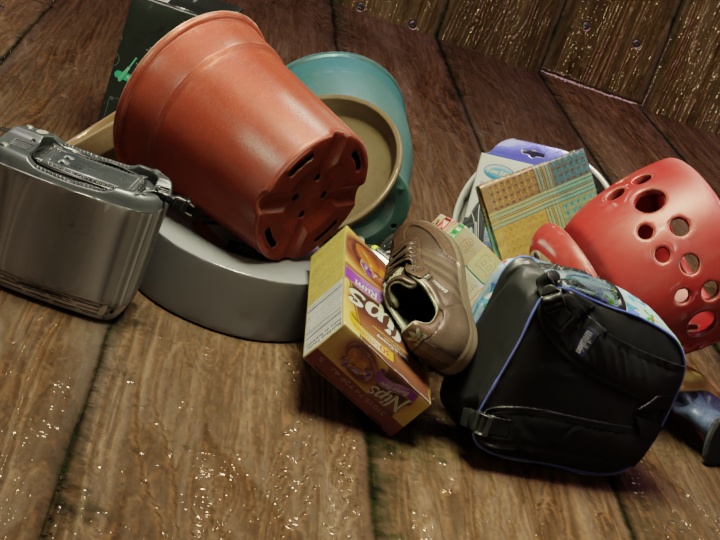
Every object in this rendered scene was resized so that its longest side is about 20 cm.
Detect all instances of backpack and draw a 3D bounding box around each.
[{"bbox_3d":[0.192,0.086,1.512,0.199,0.184,0.147,19,16,-26],"label":"backpack"}]

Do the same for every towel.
[{"bbox_3d":[0.215,-0.019,1.787,0.146,0.201,0.022,-20,7,-22],"label":"towel"}]

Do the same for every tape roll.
[{"bbox_3d":[-0.129,-0.003,1.620,0.199,0.066,0.200,18,17,-6],"label":"tape roll"}]

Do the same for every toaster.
[{"bbox_3d":[-0.261,-0.041,1.481,0.199,0.130,0.114,19,18,-1],"label":"toaster"}]

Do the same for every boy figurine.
[{"bbox_3d":[0.336,0.133,1.731,0.124,0.065,0.200,8,20,-35],"label":"boy figurine"}]

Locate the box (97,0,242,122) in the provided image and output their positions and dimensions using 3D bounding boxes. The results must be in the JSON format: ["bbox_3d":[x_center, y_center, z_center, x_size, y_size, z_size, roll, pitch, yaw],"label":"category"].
[{"bbox_3d":[-0.237,-0.237,1.975,0.124,0.201,0.149,18,18,-3],"label":"box"}]

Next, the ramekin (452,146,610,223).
[{"bbox_3d":[0.213,-0.040,1.899,0.199,0.201,0.105,25,1,16],"label":"ramekin"}]

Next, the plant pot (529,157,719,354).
[{"bbox_3d":[0.291,0.008,1.697,0.182,0.201,0.200,-27,31,-8],"label":"plant pot"}]

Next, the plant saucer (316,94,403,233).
[{"bbox_3d":[-0.048,-0.112,1.798,0.200,0.200,0.030,31,-22,32],"label":"plant saucer"}]

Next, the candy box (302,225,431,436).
[{"bbox_3d":[0.007,0.053,1.505,0.117,0.056,0.200,43,21,-20],"label":"candy box"}]

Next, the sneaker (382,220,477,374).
[{"bbox_3d":[0.055,0.008,1.507,0.075,0.070,0.200,32,24,-34],"label":"sneaker"}]

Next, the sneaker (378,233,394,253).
[{"bbox_3d":[0.108,0.030,1.779,0.200,0.074,0.079,38,-5,27],"label":"sneaker"}]

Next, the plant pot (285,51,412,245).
[{"bbox_3d":[-0.024,-0.127,1.931,0.199,0.201,0.188,12,34,-23],"label":"plant pot"}]

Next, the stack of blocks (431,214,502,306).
[{"bbox_3d":[0.142,0.037,1.652,0.200,0.059,0.115,45,-2,-12],"label":"stack of blocks"}]

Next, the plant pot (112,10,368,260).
[{"bbox_3d":[-0.109,-0.123,1.604,0.195,0.201,0.200,40,25,29],"label":"plant pot"}]

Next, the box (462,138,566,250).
[{"bbox_3d":[0.177,-0.045,1.836,0.118,0.201,0.041,15,-4,15],"label":"box"}]

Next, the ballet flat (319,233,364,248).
[{"bbox_3d":[0.000,0.000,1.754,0.200,0.070,0.069,31,20,29],"label":"ballet flat"}]

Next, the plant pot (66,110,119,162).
[{"bbox_3d":[-0.247,-0.129,1.753,0.093,0.200,0.201,59,14,-11],"label":"plant pot"}]

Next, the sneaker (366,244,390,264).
[{"bbox_3d":[0.050,0.059,1.655,0.200,0.076,0.076,36,59,21],"label":"sneaker"}]
